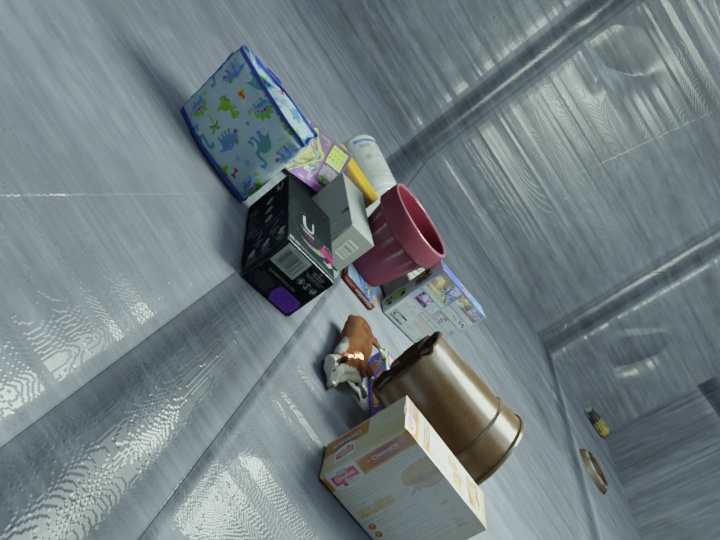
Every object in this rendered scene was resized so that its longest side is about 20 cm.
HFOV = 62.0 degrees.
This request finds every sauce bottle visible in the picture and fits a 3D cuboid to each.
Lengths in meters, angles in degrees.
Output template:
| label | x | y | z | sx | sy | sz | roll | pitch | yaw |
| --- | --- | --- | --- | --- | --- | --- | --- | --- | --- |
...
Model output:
| label | x | y | z | sx | sy | sz | roll | pitch | yaw |
| --- | --- | --- | --- | --- | --- | --- | --- | --- | --- |
| sauce bottle | 1.342 | 0.858 | 3.396 | 0.201 | 0.065 | 0.066 | 50 | 19 | -16 |

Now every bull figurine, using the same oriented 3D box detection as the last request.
| label | x | y | z | sx | sy | sz | roll | pitch | yaw |
| --- | --- | --- | --- | --- | --- | --- | --- | --- | --- |
| bull figurine | -0.007 | 0.156 | 1.057 | 0.123 | 0.064 | 0.201 | 58 | 23 | -18 |

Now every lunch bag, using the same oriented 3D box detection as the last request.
| label | x | y | z | sx | sy | sz | roll | pitch | yaw |
| --- | --- | --- | --- | --- | --- | --- | --- | --- | --- |
| lunch bag | -0.200 | -0.261 | 1.063 | 0.201 | 0.168 | 0.128 | 50 | 19 | -12 |

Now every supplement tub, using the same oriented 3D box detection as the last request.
| label | x | y | z | sx | sy | sz | roll | pitch | yaw |
| --- | --- | --- | --- | --- | --- | --- | --- | --- | --- |
| supplement tub | 0.021 | -0.270 | 1.708 | 0.131 | 0.130 | 0.204 | 24 | 39 | -58 |

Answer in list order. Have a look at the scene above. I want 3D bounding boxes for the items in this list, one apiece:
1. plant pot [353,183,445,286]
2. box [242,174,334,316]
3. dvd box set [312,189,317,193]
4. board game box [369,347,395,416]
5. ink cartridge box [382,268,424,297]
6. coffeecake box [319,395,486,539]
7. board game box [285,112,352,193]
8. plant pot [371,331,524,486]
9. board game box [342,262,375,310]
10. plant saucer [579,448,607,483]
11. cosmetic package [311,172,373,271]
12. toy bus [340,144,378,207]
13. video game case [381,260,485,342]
| label | x | y | z | sx | sy | sz | roll | pitch | yaw |
| --- | --- | --- | --- | --- | --- | --- | --- | --- | --- |
| plant pot | 0.073 | -0.065 | 1.376 | 0.201 | 0.177 | 0.202 | 47 | 20 | -23 |
| box | -0.121 | -0.047 | 1.023 | 0.122 | 0.105 | 0.203 | 45 | 21 | -32 |
| dvd box set | -0.085 | -0.215 | 1.503 | 0.200 | 0.029 | 0.148 | 47 | 21 | -28 |
| board game box | 0.073 | 0.263 | 1.117 | 0.135 | 0.044 | 0.202 | 48 | 21 | -27 |
| ink cartridge box | 0.114 | 0.020 | 1.552 | 0.145 | 0.083 | 0.203 | 39 | 25 | -43 |
| coffeecake box | 0.062 | 0.305 | 0.849 | 0.202 | 0.152 | 0.073 | 52 | 19 | -15 |
| board game box | -0.113 | -0.261 | 1.353 | 0.032 | 0.122 | 0.198 | 25 | -5 | 45 |
| plant pot | 0.131 | 0.225 | 0.981 | 0.200 | 0.199 | 0.200 | 53 | 19 | 0 |
| board game box | 0.000 | 0.000 | 1.395 | 0.103 | 0.019 | 0.202 | 49 | 20 | -21 |
| plant saucer | 1.019 | 0.866 | 2.603 | 0.201 | 0.032 | 0.202 | 49 | 19 | -23 |
| cosmetic package | -0.043 | -0.110 | 1.327 | 0.090 | 0.106 | 0.203 | 40 | 23 | -37 |
| toy bus | -0.043 | -0.236 | 1.471 | 0.203 | 0.077 | 0.065 | 55 | 19 | -4 |
| video game case | 0.177 | 0.093 | 1.443 | 0.200 | 0.179 | 0.046 | 44 | 22 | -33 |
